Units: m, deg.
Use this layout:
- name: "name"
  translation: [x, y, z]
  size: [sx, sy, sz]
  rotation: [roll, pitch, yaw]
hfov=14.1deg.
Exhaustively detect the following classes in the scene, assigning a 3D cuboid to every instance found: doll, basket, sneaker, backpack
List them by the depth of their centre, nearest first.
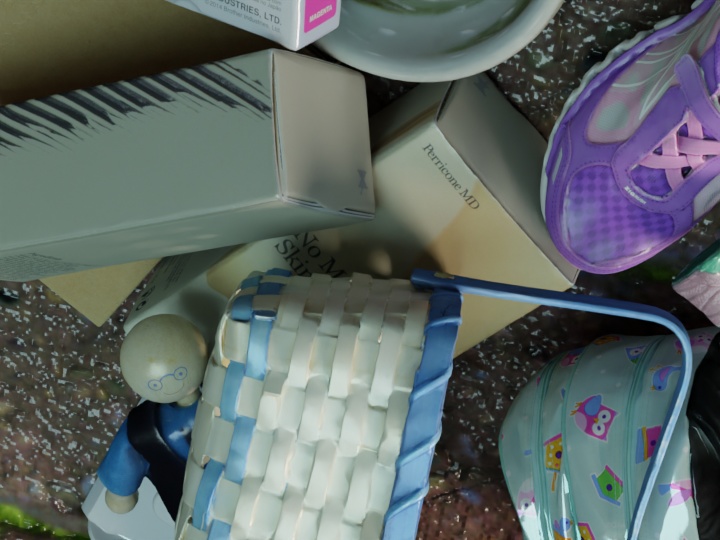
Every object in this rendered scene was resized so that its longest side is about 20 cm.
- name: "sneaker"
  translation: [0.149, -0.070, 1.218]
  size: [0.080, 0.089, 0.200]
  rotation: [40, 112, -11]
- name: "basket"
  translation: [0.028, 0.080, 1.239]
  size: [0.199, 0.139, 0.177]
  rotation: [16, 100, 4]
- name: "backpack"
  translation: [0.145, 0.125, 1.320]
  size: [0.126, 0.167, 0.201]
  rotation: [-10, 109, 22]
- name: "doll"
  translation: [-0.051, 0.094, 1.335]
  size: [0.136, 0.049, 0.200]
  rotation: [-22, 123, 13]

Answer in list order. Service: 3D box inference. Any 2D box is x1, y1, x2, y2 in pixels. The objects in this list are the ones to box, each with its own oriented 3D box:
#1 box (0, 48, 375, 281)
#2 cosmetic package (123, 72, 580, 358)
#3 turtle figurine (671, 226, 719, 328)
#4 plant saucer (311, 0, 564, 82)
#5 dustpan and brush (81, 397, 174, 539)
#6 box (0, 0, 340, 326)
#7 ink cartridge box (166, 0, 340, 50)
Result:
- name: "box"
  translation: [-0.098, -0.043, 1.282]
  size: [0.199, 0.082, 0.069]
  rotation: [-10, 80, 30]
- name: "cosmetic package"
  translation: [0.000, 0.000, 1.335]
  size: [0.200, 0.071, 0.105]
  rotation: [-34, 106, 31]
- name: "turtle figurine"
  translation: [0.224, 0.055, 1.249]
  size: [0.101, 0.150, 0.200]
  rotation: [-43, 90, 14]
- name: "plant saucer"
  translation: [0.019, -0.180, 1.214]
  size: [0.200, 0.050, 0.201]
  rotation: [18, 124, 30]
- name: "dustpan and brush"
  translation: [-0.038, 0.141, 1.439]
  size: [0.200, 0.057, 0.140]
  rotation: [30, 124, -2]
- name: "box"
  translation: [-0.129, -0.085, 1.353]
  size: [0.163, 0.021, 0.200]
  rotation: [39, 123, -7]
- name: "ink cartridge box"
  translation: [-0.058, -0.202, 1.202]
  size: [0.119, 0.042, 0.201]
  rotation: [23, 128, 28]
